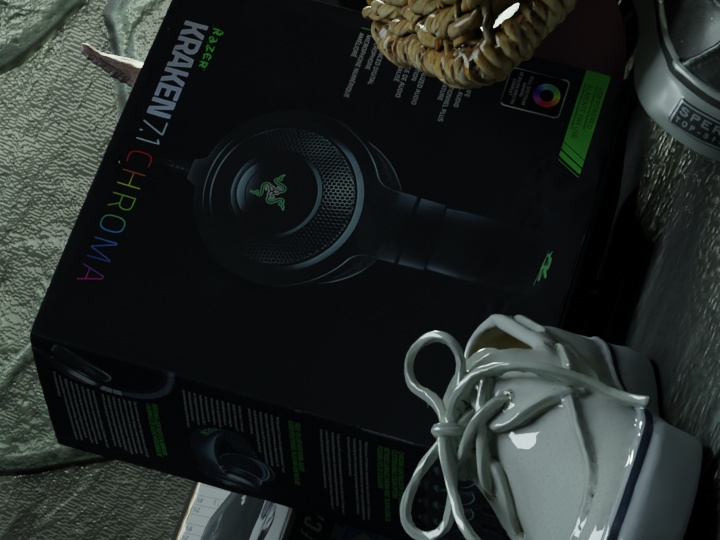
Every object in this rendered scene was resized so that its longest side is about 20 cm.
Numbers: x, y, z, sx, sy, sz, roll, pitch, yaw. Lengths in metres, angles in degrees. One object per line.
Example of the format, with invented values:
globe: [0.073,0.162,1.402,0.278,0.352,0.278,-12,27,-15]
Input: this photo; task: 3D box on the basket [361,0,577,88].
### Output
basket: [0.067,-0.153,0.837,0.200,0.142,0.150,-144,40,-78]

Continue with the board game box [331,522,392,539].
board game box: [0.034,0.047,1.102,0.200,0.061,0.201,-100,34,-82]

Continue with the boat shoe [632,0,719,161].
boat shoe: [0.124,-0.107,0.815,0.201,0.070,0.064,-91,23,-58]

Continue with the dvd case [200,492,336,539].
dvd case: [-0.054,0.147,1.008,0.150,0.025,0.201,-52,14,46]

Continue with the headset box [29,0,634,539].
headset box: [0.000,0.000,0.949,0.093,0.198,0.175,88,-160,-61]

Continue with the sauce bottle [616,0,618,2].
sauce bottle: [0.116,-0.176,1.186,0.200,0.066,0.066,121,170,-49]

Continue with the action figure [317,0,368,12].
action figure: [0.056,-0.173,1.019,0.130,0.070,0.200,1,44,47]

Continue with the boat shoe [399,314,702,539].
boat shoe: [0.050,0.052,0.767,0.202,0.086,0.075,-84,18,-74]

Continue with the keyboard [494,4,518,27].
keyboard: [0.102,-0.145,1.018,0.127,0.021,0.200,-9,34,52]

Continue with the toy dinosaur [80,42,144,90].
toy dinosaur: [-0.048,-0.025,1.125,0.085,0.200,0.136,-19,40,41]

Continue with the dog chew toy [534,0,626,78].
dog chew toy: [0.048,-0.136,1.138,0.125,0.123,0.201,118,147,-47]

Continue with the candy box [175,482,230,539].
candy box: [-0.032,0.111,1.270,0.116,0.055,0.201,55,-131,-55]
